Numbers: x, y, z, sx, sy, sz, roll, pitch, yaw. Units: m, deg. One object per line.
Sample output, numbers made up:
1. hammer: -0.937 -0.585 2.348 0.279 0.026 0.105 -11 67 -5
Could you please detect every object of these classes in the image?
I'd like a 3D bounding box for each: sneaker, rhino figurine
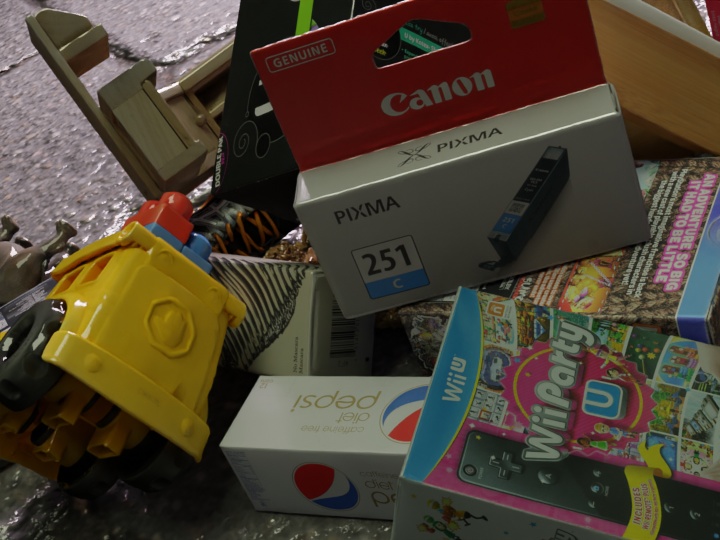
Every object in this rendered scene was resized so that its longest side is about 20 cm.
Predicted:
1. sneaker: -0.117 -0.025 1.018 0.199 0.078 0.077 -32 32 7
2. rhino figurine: -0.350 -0.005 1.139 0.199 0.060 0.088 4 52 40

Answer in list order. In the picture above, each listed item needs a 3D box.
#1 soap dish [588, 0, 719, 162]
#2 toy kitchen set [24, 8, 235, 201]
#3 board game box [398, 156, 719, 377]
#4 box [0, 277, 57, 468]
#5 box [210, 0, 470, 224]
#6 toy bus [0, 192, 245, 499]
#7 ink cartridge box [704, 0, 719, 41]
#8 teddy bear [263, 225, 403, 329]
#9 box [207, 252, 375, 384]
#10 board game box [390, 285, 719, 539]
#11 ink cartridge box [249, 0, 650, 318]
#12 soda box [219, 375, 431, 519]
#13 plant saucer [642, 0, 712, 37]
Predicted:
1. soap dish: 0.158 -0.107 0.837 0.200 0.157 0.082 -30 43 61
2. toy kitchen set: -0.140 -0.169 0.938 0.180 0.164 0.200 -38 4 -11
3. board game box: 0.152 0.013 0.773 0.199 0.097 0.160 0 40 32
4. box: -0.305 0.098 0.977 0.199 0.046 0.159 -32 34 -14
5. box: -0.005 -0.143 0.844 0.148 0.124 0.201 -11 68 50
6. toy bus: -0.177 0.042 0.822 0.199 0.136 0.193 -19 42 46
7. ink cartridge box: 0.412 -0.248 0.997 0.145 0.084 0.200 -38 36 -23
8. teddy bear: 0.000 0.000 0.927 0.199 0.067 0.145 -5 32 38
9. box: -0.083 0.030 0.878 0.199 0.083 0.068 5 3 42
10. board game box: 0.129 0.099 0.628 0.199 0.065 0.148 13 43 9
11. ink cartridge box: 0.054 -0.072 0.702 0.199 0.177 0.045 -15 34 12
12. soda box: 0.016 0.111 0.749 0.199 0.064 0.068 -2 38 28
13. plant saucer: 0.243 -0.199 0.938 0.035 0.200 0.201 -28 30 22
